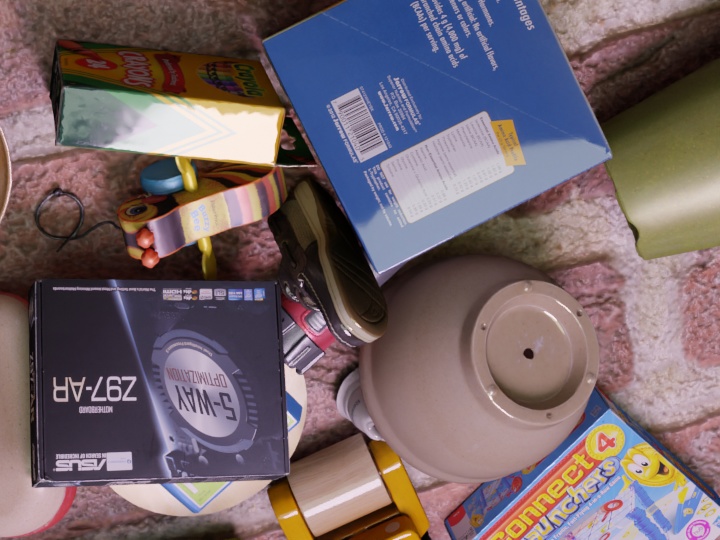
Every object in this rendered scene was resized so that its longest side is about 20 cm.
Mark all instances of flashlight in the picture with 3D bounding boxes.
[{"bbox_3d":[0.000,0.000,1.343,0.200,0.068,0.068,-43,151,-2],"label":"flashlight"}]

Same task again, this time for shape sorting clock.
[{"bbox_3d":[-0.144,0.122,1.382,0.200,0.039,0.200,-5,111,-13],"label":"shape sorting clock"}]

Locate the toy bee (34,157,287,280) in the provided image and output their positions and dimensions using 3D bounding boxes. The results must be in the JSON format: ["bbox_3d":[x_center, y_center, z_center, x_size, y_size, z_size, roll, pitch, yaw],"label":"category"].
[{"bbox_3d":[-0.150,-0.036,1.275,0.200,0.109,0.131,-33,118,3],"label":"toy bee"}]

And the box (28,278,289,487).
[{"bbox_3d":[-0.161,0.089,1.250,0.200,0.044,0.160,2,76,-19],"label":"box"}]

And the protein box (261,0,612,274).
[{"bbox_3d":[0.056,-0.132,1.229,0.200,0.135,0.199,-27,95,0],"label":"protein box"}]

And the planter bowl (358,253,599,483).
[{"bbox_3d":[0.116,0.075,1.319,0.200,0.135,0.200,4,78,-22],"label":"planter bowl"}]

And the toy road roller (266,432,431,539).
[{"bbox_3d":[0.011,0.262,1.420,0.123,0.146,0.200,-25,116,-1],"label":"toy road roller"}]

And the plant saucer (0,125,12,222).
[{"bbox_3d":[-0.377,-0.082,1.243,0.200,0.035,0.200,-4,114,-10],"label":"plant saucer"}]

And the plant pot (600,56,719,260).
[{"bbox_3d":[0.303,-0.097,1.319,0.190,0.200,0.200,-20,117,10],"label":"plant pot"}]

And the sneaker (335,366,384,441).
[{"bbox_3d":[0.080,0.136,1.413,0.200,0.087,0.075,2,112,-14],"label":"sneaker"}]

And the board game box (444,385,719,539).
[{"bbox_3d":[0.219,0.240,1.507,0.196,0.056,0.200,40,100,-25],"label":"board game box"}]

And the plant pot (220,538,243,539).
[{"bbox_3d":[-0.169,0.359,1.404,0.200,0.181,0.199,-9,116,-9],"label":"plant pot"}]

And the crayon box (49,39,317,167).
[{"bbox_3d":[-0.137,-0.130,1.226,0.200,0.127,0.051,4,112,-16],"label":"crayon box"}]

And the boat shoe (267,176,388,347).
[{"bbox_3d":[-0.032,0.003,1.270,0.066,0.201,0.072,-39,127,14],"label":"boat shoe"}]

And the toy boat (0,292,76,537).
[{"bbox_3d":[-0.288,0.120,1.310,0.130,0.131,0.200,-15,81,22],"label":"toy boat"}]
